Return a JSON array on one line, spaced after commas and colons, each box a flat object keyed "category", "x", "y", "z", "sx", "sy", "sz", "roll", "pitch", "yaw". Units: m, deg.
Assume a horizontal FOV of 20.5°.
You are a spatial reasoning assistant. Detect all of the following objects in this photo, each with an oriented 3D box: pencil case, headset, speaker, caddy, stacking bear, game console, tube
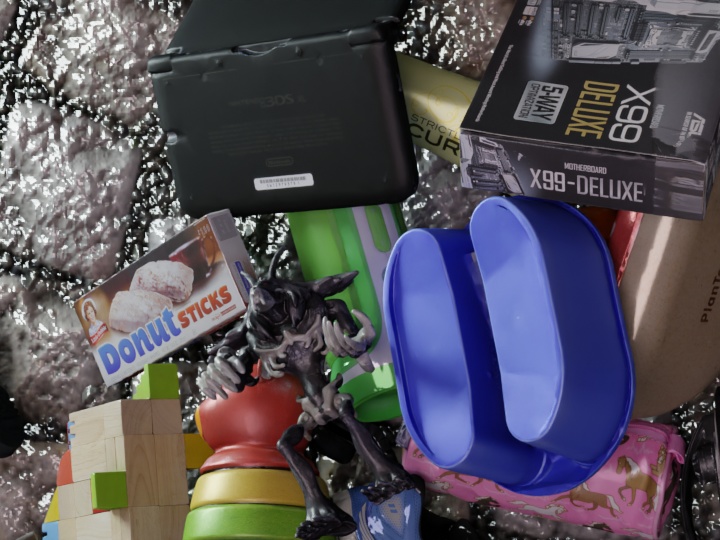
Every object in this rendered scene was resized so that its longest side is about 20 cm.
[{"category": "pencil case", "x": 0.128, "y": 0.130, "z": 1.403, "sx": 0.199, "sy": 0.087, "sz": 0.083, "roll": 12, "pitch": 70, "yaw": 15}, {"category": "headset", "x": -0.054, "y": 0.125, "z": 1.463, "sx": 0.123, "sy": 0.094, "sz": 0.200, "roll": -33, "pitch": 94, "yaw": -4}, {"category": "speaker", "x": 0.000, "y": 0.000, "z": 1.393, "sx": 0.088, "sy": 0.088, "sz": 0.201, "roll": -23, "pitch": 69, "yaw": 18}, {"category": "caddy", "x": 0.100, "y": 0.045, "z": 1.290, "sx": 0.141, "sy": 0.105, "sz": 0.201, "roll": -21, "pitch": 70, "yaw": 34}, {"category": "stacking bear", "x": -0.072, "y": 0.163, "z": 1.360, "sx": 0.113, "sy": 0.121, "sz": 0.201, "roll": -2, "pitch": 75, "yaw": 10}, {"category": "game console", "x": -0.035, "y": -0.138, "z": 1.388, "sx": 0.199, "sy": 0.116, "sz": 0.177, "roll": -4, "pitch": 104, "yaw": 34}, {"category": "tube", "x": 0.058, "y": -0.113, "z": 1.411, "sx": 0.199, "sy": 0.052, "sz": 0.058, "roll": 25, "pitch": 141, "yaw": 9}]

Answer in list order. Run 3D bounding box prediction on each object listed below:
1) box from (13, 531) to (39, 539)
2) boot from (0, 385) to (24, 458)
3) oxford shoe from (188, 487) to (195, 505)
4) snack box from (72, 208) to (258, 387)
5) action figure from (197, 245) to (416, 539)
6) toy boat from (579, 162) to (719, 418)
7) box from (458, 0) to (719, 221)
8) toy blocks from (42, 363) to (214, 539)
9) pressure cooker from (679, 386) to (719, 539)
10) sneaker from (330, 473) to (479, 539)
[{"category": "box", "x": -0.237, "y": 0.258, "z": 1.495, "sx": 0.032, "sy": 0.200, "sz": 0.122, "roll": -28, "pitch": 89, "yaw": -18}, {"category": "boot", "x": -0.375, "y": 0.117, "z": 1.555, "sx": 0.200, "sy": 0.076, "sz": 0.168, "roll": 46, "pitch": 104, "yaw": 14}, {"category": "oxford shoe", "x": -0.127, "y": 0.216, "z": 1.508, "sx": 0.200, "sy": 0.058, "sz": 0.075, "roll": -34, "pitch": 58, "yaw": 5}, {"category": "snack box", "x": -0.141, "y": 0.023, "z": 1.448, "sx": 0.200, "sy": 0.024, "sz": 0.072, "roll": -29, "pitch": 83, "yaw": 49}, {"category": "action figure", "x": -0.037, "y": 0.066, "z": 1.291, "sx": 0.118, "sy": 0.102, "sz": 0.201, "roll": -27, "pitch": 68, "yaw": 5}, {"category": "toy boat", "x": 0.189, "y": -0.004, "z": 1.361, "sx": 0.131, "sy": 0.130, "sz": 0.201, "roll": 28, "pitch": 106, "yaw": 43}, {"category": "box", "x": 0.165, "y": -0.120, "z": 1.301, "sx": 0.157, "sy": 0.200, "sz": 0.050, "roll": 9, "pitch": 132, "yaw": 16}, {"category": "toy blocks", "x": -0.181, "y": 0.177, "z": 1.446, "sx": 0.136, "sy": 0.100, "sz": 0.201, "roll": -18, "pitch": 74, "yaw": 51}, {"category": "pressure cooker", "x": 0.307, "y": 0.141, "z": 1.300, "sx": 0.199, "sy": 0.176, "sz": 0.180, "roll": -13, "pitch": 90, "yaw": 15}, {"category": "sneaker", "x": 0.053, "y": 0.228, "z": 1.419, "sx": 0.089, "sy": 0.079, "sz": 0.201, "roll": -23, "pitch": 119, "yaw": 5}]
